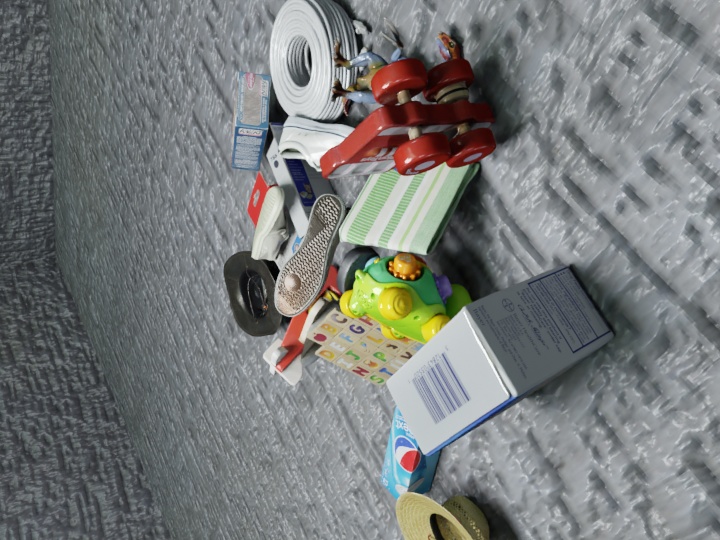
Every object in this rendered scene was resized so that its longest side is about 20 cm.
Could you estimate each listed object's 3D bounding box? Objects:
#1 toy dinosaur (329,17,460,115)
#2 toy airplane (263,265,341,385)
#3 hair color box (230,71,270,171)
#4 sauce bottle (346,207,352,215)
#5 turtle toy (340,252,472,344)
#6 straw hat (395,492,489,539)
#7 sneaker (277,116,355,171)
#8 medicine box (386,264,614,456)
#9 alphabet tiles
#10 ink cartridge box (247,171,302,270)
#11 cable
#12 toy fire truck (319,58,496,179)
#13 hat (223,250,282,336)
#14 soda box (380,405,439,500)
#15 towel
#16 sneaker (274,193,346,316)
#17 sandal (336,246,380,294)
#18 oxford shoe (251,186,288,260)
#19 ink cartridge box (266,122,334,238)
[{"bbox_3d":[0.049,-0.278,0.832,0.176,0.200,0.109,7,94,7],"label":"toy dinosaur"},{"bbox_3d":[-0.080,0.109,1.050,0.138,0.200,0.204,21,106,-2],"label":"toy airplane"},{"bbox_3d":[-0.205,-0.269,1.111,0.200,0.059,0.103,140,131,-71],"label":"hair color box"},{"bbox_3d":[0.035,-0.075,0.929,0.198,0.063,0.067,12,112,54],"label":"sauce bottle"},{"bbox_3d":[0.074,0.041,0.809,0.145,0.197,0.104,-4,61,60],"label":"turtle toy"},{"bbox_3d":[0.150,0.400,0.920,0.199,0.084,0.206,32,137,35],"label":"straw hat"},{"bbox_3d":[-0.049,-0.190,0.960,0.196,0.073,0.073,18,85,34],"label":"sneaker"},{"bbox_3d":[0.160,0.105,0.706,0.105,0.196,0.183,59,141,19],"label":"medicine box"},{"bbox_3d":[0.020,0.125,0.941,0.166,0.197,0.006,-42,25,46],"label":"alphabet tiles"},{"bbox_3d":[-0.138,-0.084,1.151,0.202,0.066,0.117,57,140,23],"label":"ink cartridge box"},{"bbox_3d":[-0.079,-0.339,0.983,0.201,0.068,0.203,50,137,30],"label":"cable"},{"bbox_3d":[0.062,-0.166,0.744,0.167,0.196,0.115,-26,81,52],"label":"toy fire truck"},{"bbox_3d":[-0.207,0.041,1.280,0.197,0.080,0.207,20,120,39],"label":"hat"},{"bbox_3d":[0.089,0.278,0.973,0.064,0.067,0.205,35,128,41],"label":"soda box"},{"bbox_3d":[0.060,-0.094,0.845,0.197,0.155,0.023,11,155,51],"label":"towel"},{"bbox_3d":[-0.069,-0.021,0.956,0.072,0.085,0.204,28,98,7],"label":"sneaker"},{"bbox_3d":[0.000,0.001,0.901,0.043,0.200,0.077,39,93,14],"label":"sandal"},{"bbox_3d":[-0.149,-0.078,1.049,0.201,0.056,0.077,122,156,-57],"label":"oxford shoe"},{"bbox_3d":[-0.099,-0.157,1.046,0.039,0.098,0.205,-29,76,38],"label":"ink cartridge box"}]
